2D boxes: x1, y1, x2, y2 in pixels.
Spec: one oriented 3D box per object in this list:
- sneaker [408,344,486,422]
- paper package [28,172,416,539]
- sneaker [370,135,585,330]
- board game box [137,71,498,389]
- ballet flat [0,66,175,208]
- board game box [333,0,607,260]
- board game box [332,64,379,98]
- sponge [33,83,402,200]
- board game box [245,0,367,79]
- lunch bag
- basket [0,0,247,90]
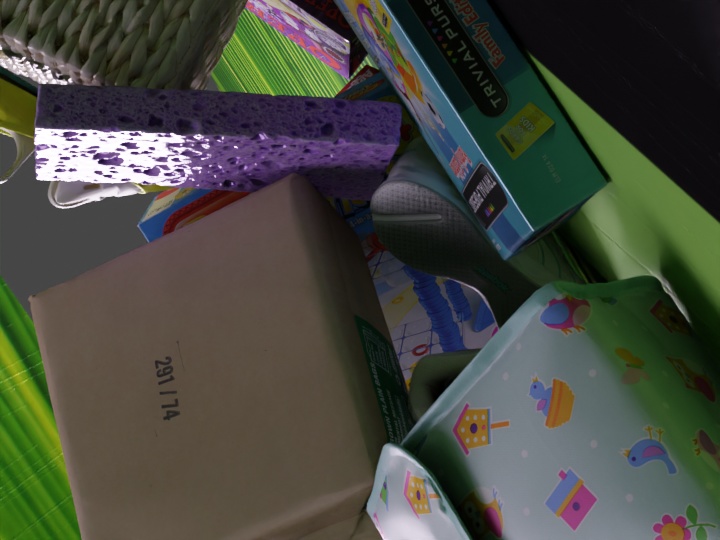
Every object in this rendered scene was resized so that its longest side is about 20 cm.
[{"bbox_3d":[0.099,0.083,1.227,0.088,0.082,0.200,21,166,-41],"label":"sneaker"},{"bbox_3d":[-0.072,0.077,1.301,0.103,0.190,0.200,37,-148,-57],"label":"paper package"},{"bbox_3d":[0.094,-0.003,1.312,0.200,0.070,0.080,45,-141,-17],"label":"sneaker"},{"bbox_3d":[0.000,0.000,1.402,0.196,0.200,0.056,58,-164,-14],"label":"board game box"},{"bbox_3d":[-0.186,-0.075,1.352,0.200,0.067,0.067,23,173,-17],"label":"ballet flat"},{"bbox_3d":[0.045,-0.106,1.184,0.200,0.047,0.151,57,176,4],"label":"board game box"},{"bbox_3d":[0.010,-0.043,1.650,0.019,0.103,0.200,30,158,41],"label":"board game box"},{"bbox_3d":[-0.081,-0.071,1.279,0.112,0.199,0.030,122,150,-74],"label":"sponge"},{"bbox_3d":[-0.082,-0.206,1.548,0.200,0.032,0.120,35,178,4],"label":"board game box"},{"bbox_3d":[0.100,0.126,1.116,0.122,0.200,0.171,0,-129,-53],"label":"lunch bag"},{"bbox_3d":[-0.144,-0.195,1.370,0.161,0.200,0.198,28,176,-1],"label":"basket"}]
